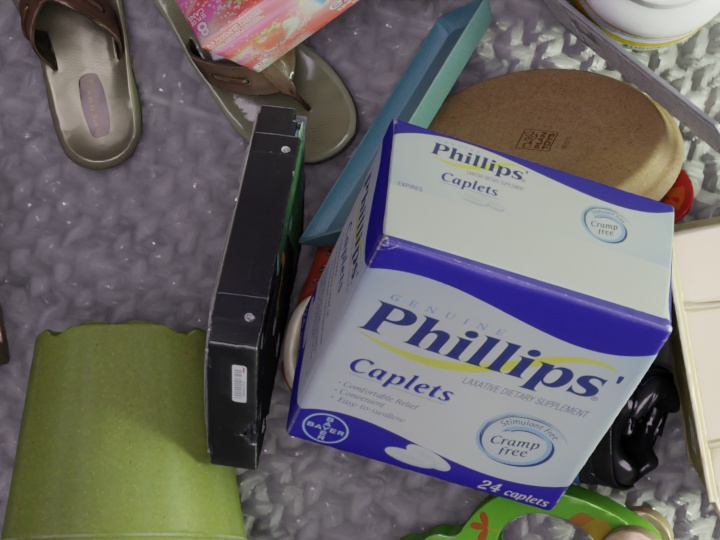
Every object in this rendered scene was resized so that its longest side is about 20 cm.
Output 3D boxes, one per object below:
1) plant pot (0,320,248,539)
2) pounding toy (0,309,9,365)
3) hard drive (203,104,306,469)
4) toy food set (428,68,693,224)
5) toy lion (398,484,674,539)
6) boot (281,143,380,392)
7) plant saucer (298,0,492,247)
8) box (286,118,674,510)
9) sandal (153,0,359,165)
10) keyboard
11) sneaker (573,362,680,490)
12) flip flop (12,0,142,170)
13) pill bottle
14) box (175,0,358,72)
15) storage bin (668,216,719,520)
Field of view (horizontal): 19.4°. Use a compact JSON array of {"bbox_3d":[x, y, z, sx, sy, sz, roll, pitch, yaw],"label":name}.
[{"bbox_3d":[-0.159,0.135,1.422,0.200,0.200,0.190,-1,81,4],"label":"plant pot"},{"bbox_3d":[-0.334,0.027,1.417,0.142,0.184,0.200,-10,91,4],"label":"pounding toy"},{"bbox_3d":[-0.068,0.010,1.376,0.038,0.140,0.200,8,53,3],"label":"hard drive"},{"bbox_3d":[0.120,-0.067,1.398,0.198,0.200,0.049,-3,127,10],"label":"toy food set"},{"bbox_3d":[0.096,0.232,1.451,0.192,0.069,0.200,22,105,9],"label":"toy lion"},{"bbox_3d":[0.000,0.000,1.435,0.075,0.107,0.200,20,91,6],"label":"boot"},{"bbox_3d":[0.027,-0.098,1.414,0.019,0.070,0.200,37,69,-18],"label":"plant saucer"},{"bbox_3d":[0.070,0.032,1.291,0.184,0.105,0.200,17,136,-8],"label":"box"},{"bbox_3d":[-0.084,-0.152,1.458,0.080,0.057,0.201,-42,89,4],"label":"sandal"},{"bbox_3d":[0.180,-0.132,1.386,0.011,0.056,0.200,-47,50,4],"label":"keyboard"},{"bbox_3d":[0.169,0.049,1.418,0.111,0.077,0.200,13,97,38],"label":"sneaker"},{"bbox_3d":[-0.203,-0.167,1.465,0.081,0.058,0.200,-14,91,4],"label":"flip flop"},{"bbox_3d":[0.190,-0.204,1.366,0.111,0.200,0.111,0,92,4],"label":"pill bottle"},{"bbox_3d":[-0.030,-0.230,1.371,0.200,0.095,0.103,-33,75,16],"label":"box"},{"bbox_3d":[0.253,0.059,1.372,0.094,0.200,0.199,-10,91,5],"label":"storage bin"}]
